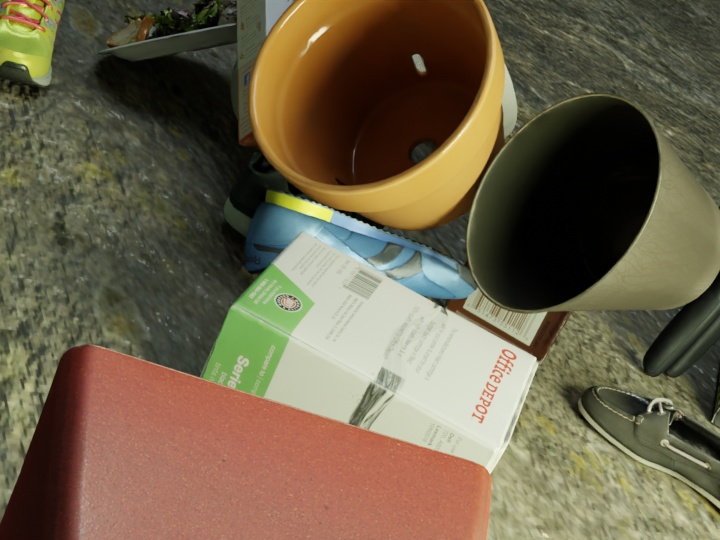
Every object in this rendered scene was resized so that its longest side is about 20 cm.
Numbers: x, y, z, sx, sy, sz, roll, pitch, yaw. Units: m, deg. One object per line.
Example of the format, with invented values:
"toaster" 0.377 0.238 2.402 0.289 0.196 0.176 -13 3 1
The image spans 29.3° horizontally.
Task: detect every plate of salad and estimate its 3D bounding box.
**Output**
"plate of salad" -0.152 -0.233 1.303 0.198 0.049 0.200 -11 9 2

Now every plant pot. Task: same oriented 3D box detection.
"plant pot" 0.029 -0.120 1.077 0.200 0.200 0.140 44 -2 33
"plant pot" -0.067 0.185 0.580 0.198 0.201 0.177 18 38 -14

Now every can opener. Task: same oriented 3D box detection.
"can opener" 0.311 0.021 1.183 0.063 0.201 0.079 6 39 -25

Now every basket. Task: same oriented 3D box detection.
"basket" 0.201 -0.035 1.090 0.199 0.181 0.136 14 31 -54

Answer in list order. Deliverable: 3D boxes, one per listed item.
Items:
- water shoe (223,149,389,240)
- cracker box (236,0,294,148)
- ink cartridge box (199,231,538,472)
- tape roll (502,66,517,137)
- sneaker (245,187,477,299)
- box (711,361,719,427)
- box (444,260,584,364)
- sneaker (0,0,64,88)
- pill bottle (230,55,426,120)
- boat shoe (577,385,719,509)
"water shoe" -0.028 -0.067 1.178 0.071 0.079 0.199 40 30 27
"cracker box" -0.040 -0.200 1.217 0.133 0.058 0.202 9 69 -33
"ink cartridge box" 0.009 0.073 0.950 0.199 0.085 0.146 29 27 6
"tape roll" 0.083 -0.210 1.426 0.037 0.204 0.203 -36 57 -17
"sneaker" 0.000 0.000 1.108 0.198 0.079 0.066 19 -3 -21
"box" 0.380 0.043 1.248 0.044 0.161 0.200 27 26 7
"box" 0.156 -0.004 1.235 0.100 0.075 0.200 30 28 9
"sneaker" -0.302 -0.234 1.229 0.077 0.091 0.201 16 29 -21
"pill bottle" -0.022 -0.175 1.336 0.199 0.117 0.116 -6 40 -46
"boat shoe" 0.268 0.139 1.089 0.199 0.057 0.067 35 28 17
